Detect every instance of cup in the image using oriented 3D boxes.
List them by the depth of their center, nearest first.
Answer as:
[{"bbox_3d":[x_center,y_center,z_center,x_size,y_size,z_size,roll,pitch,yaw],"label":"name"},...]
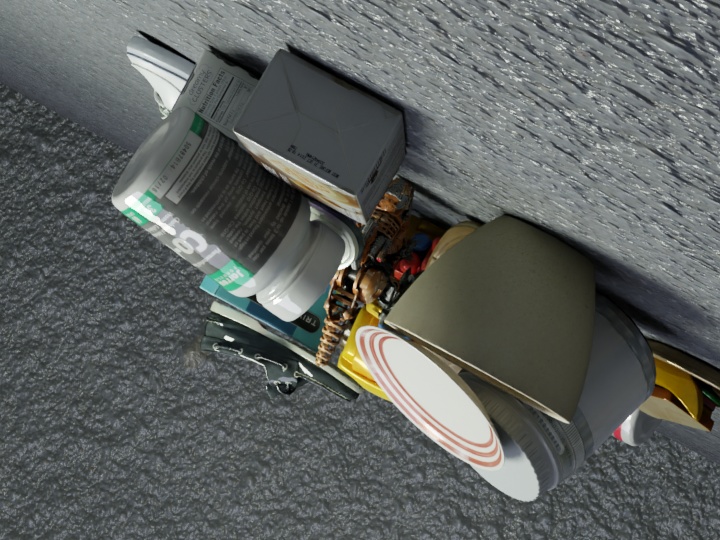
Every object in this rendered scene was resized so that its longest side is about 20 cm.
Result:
[{"bbox_3d":[0.142,0.034,1.542,0.200,0.144,0.200,29,178,1],"label":"cup"}]

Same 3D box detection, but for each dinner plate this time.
[{"bbox_3d":[0.074,0.124,1.648,0.200,0.024,0.200,40,162,15],"label":"dinner plate"}]

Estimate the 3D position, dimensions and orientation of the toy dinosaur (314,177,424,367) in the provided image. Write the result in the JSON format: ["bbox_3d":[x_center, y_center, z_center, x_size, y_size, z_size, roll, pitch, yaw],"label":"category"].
[{"bbox_3d":[0.000,0.000,1.714,0.102,0.200,0.136,48,-176,16],"label":"toy dinosaur"}]

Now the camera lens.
[{"bbox_3d":[0.201,0.124,1.725,0.160,0.200,0.160,40,156,22],"label":"camera lens"}]

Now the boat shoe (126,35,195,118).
[{"bbox_3d":[-0.179,-0.176,1.743,0.200,0.067,0.073,32,176,-42],"label":"boat shoe"}]

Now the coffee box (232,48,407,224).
[{"bbox_3d":[-0.029,-0.108,1.370,0.114,0.080,0.200,29,177,4],"label":"coffee box"}]

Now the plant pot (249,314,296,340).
[{"bbox_3d":[-0.062,-0.025,1.916,0.141,0.201,0.141,29,178,-9],"label":"plant pot"}]

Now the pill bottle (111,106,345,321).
[{"bbox_3d":[-0.118,-0.048,1.497,0.200,0.113,0.113,37,175,-17],"label":"pill bottle"}]

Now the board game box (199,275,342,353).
[{"bbox_3d":[-0.062,-0.032,1.795,0.151,0.201,0.047,31,177,-28],"label":"board game box"}]

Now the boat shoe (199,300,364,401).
[{"bbox_3d":[-0.092,0.105,1.795,0.199,0.066,0.075,28,176,12],"label":"boat shoe"}]

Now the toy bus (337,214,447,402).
[{"bbox_3d":[0.063,0.037,1.914,0.135,0.201,0.192,26,163,9],"label":"toy bus"}]

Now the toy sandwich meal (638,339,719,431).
[{"bbox_3d":[0.380,0.146,1.903,0.204,0.071,0.205,29,177,2],"label":"toy sandwich meal"}]

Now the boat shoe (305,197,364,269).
[{"bbox_3d":[-0.053,-0.048,1.625,0.062,0.073,0.200,-23,-158,-33],"label":"boat shoe"}]

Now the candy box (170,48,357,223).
[{"bbox_3d":[-0.076,-0.125,1.590,0.199,0.072,0.168,28,177,1],"label":"candy box"}]

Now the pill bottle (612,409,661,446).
[{"bbox_3d":[0.297,0.137,2.126,0.199,0.111,0.111,28,177,29],"label":"pill bottle"}]

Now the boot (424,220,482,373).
[{"bbox_3d":[0.126,0.010,1.780,0.072,0.201,0.156,15,-146,19],"label":"boot"}]
